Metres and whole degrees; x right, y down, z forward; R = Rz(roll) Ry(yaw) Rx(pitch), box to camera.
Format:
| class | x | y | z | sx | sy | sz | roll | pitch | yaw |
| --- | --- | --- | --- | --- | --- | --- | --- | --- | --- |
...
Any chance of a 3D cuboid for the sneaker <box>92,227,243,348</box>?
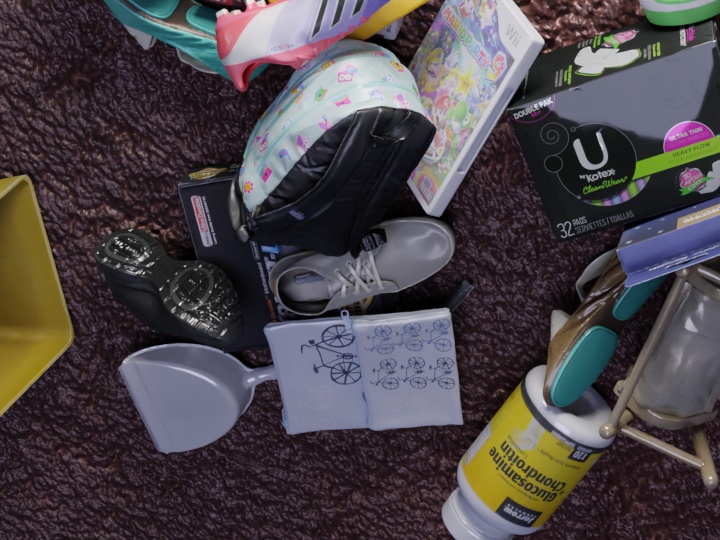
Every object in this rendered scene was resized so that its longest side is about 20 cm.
| class | x | y | z | sx | sy | sz | roll | pitch | yaw |
| --- | --- | --- | --- | --- | --- | --- | --- | --- | --- |
| sneaker | -0.192 | 0.031 | 1.727 | 0.199 | 0.076 | 0.091 | 33 | 145 | 34 |

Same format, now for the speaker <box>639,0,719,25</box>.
| class | x | y | z | sx | sy | sz | roll | pitch | yaw |
| --- | --- | --- | --- | --- | --- | --- | --- | --- | --- |
| speaker | 0.276 | -0.325 | 1.484 | 0.088 | 0.089 | 0.202 | -8 | 114 | 14 |

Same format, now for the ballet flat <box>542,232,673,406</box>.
| class | x | y | z | sx | sy | sz | roll | pitch | yaw |
| --- | --- | --- | --- | --- | --- | --- | --- | --- | --- |
| ballet flat | 0.233 | 0.041 | 1.666 | 0.068 | 0.072 | 0.201 | 24 | 103 | -45 |

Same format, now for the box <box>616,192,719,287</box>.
| class | x | y | z | sx | sy | sz | roll | pitch | yaw |
| --- | --- | --- | --- | --- | --- | --- | --- | --- | --- |
| box | 0.304 | -0.046 | 1.549 | 0.120 | 0.200 | 0.033 | -20 | 103 | 20 |

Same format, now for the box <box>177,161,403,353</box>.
| class | x | y | z | sx | sy | sz | roll | pitch | yaw |
| --- | --- | --- | --- | --- | --- | --- | --- | --- | --- |
| box | -0.069 | -0.020 | 1.719 | 0.196 | 0.050 | 0.202 | -7 | 114 | 12 |

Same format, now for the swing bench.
| class | x | y | z | sx | sy | sz | roll | pitch | yaw |
| --- | --- | --- | --- | --- | --- | --- | --- | --- | --- |
| swing bench | 0.339 | 0.065 | 1.608 | 0.129 | 0.200 | 0.200 | 25 | 118 | 8 |

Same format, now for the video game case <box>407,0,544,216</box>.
| class | x | y | z | sx | sy | sz | roll | pitch | yaw |
| --- | --- | --- | --- | --- | --- | --- | --- | --- | --- |
| video game case | 0.088 | -0.172 | 1.570 | 0.018 | 0.144 | 0.201 | 10 | 124 | -34 |

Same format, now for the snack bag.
| class | x | y | z | sx | sy | sz | roll | pitch | yaw |
| --- | --- | --- | --- | --- | --- | --- | --- | --- | --- |
| snack bag | 0.004 | 0.109 | 1.736 | 0.198 | 0.022 | 0.189 | -3 | 138 | 4 |

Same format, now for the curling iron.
| class | x | y | z | sx | sy | sz | roll | pitch | yaw |
| --- | --- | --- | --- | --- | --- | --- | --- | --- | --- |
| curling iron | 0.045 | 0.075 | 1.755 | 0.050 | 0.026 | 0.200 | 42 | 116 | -19 |

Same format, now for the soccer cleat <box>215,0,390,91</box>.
| class | x | y | z | sx | sy | sz | roll | pitch | yaw |
| --- | --- | --- | --- | --- | --- | --- | --- | --- | --- |
| soccer cleat | -0.040 | -0.222 | 1.496 | 0.198 | 0.067 | 0.077 | -15 | 94 | 22 |

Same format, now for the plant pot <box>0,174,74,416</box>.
| class | x | y | z | sx | sy | sz | roll | pitch | yaw |
| --- | --- | --- | --- | --- | --- | --- | --- | --- | --- |
| plant pot | -0.442 | 0.033 | 1.741 | 0.175 | 0.200 | 0.202 | -1 | 117 | 23 |

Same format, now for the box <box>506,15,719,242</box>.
| class | x | y | z | sx | sy | sz | roll | pitch | yaw |
| --- | --- | --- | --- | --- | --- | --- | --- | --- | --- |
| box | 0.256 | -0.140 | 1.557 | 0.198 | 0.125 | 0.149 | -17 | 113 | 19 |

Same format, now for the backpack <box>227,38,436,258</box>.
| class | x | y | z | sx | sy | sz | roll | pitch | yaw |
| --- | --- | --- | --- | --- | --- | --- | --- | --- | --- |
| backpack | -0.024 | -0.113 | 1.554 | 0.166 | 0.127 | 0.200 | 2 | 140 | -39 |

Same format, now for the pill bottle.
| class | x | y | z | sx | sy | sz | roll | pitch | yaw |
| --- | --- | --- | --- | --- | --- | --- | --- | --- | --- |
| pill bottle | 0.171 | 0.204 | 1.749 | 0.111 | 0.112 | 0.201 | 31 | 117 | -6 |

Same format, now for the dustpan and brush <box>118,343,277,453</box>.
| class | x | y | z | sx | sy | sz | roll | pitch | yaw |
| --- | --- | --- | --- | --- | --- | --- | --- | --- | --- |
| dustpan and brush | -0.145 | 0.126 | 1.808 | 0.198 | 0.057 | 0.140 | -6 | 126 | 20 |

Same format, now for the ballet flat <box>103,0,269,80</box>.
| class | x | y | z | sx | sy | sz | roll | pitch | yaw |
| --- | --- | --- | --- | --- | --- | --- | --- | --- | --- |
| ballet flat | -0.181 | -0.236 | 1.624 | 0.199 | 0.068 | 0.071 | 25 | 132 | -1 |

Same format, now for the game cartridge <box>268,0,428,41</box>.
| class | x | y | z | sx | sy | sz | roll | pitch | yaw |
| --- | --- | --- | --- | --- | --- | --- | --- | --- | --- |
| game cartridge | -0.024 | -0.309 | 1.511 | 0.175 | 0.032 | 0.201 | -28 | 106 | 21 |

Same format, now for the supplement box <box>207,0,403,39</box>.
| class | x | y | z | sx | sy | sz | roll | pitch | yaw |
| --- | --- | --- | --- | --- | --- | --- | --- | --- | --- |
| supplement box | -0.051 | -0.295 | 1.572 | 0.198 | 0.061 | 0.110 | 12 | 118 | 5 |

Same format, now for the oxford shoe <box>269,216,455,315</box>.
| class | x | y | z | sx | sy | sz | roll | pitch | yaw |
| --- | --- | --- | --- | --- | --- | --- | --- | --- | --- |
| oxford shoe | 0.000 | 0.000 | 1.659 | 0.198 | 0.058 | 0.076 | -15 | 110 | 14 |
